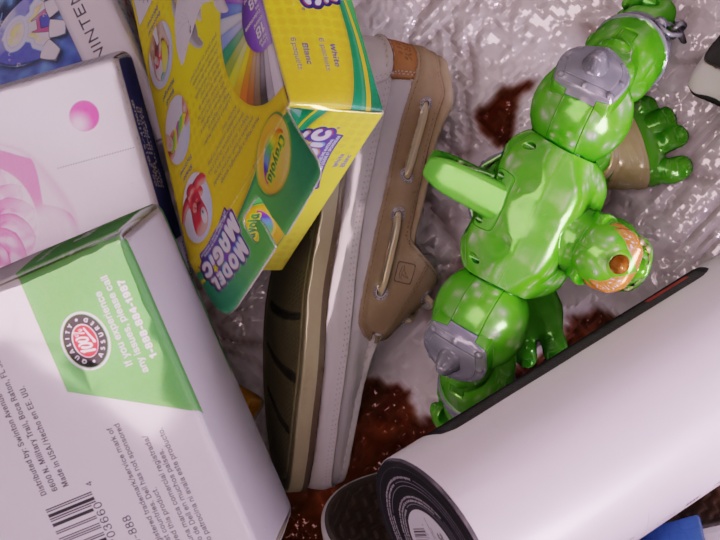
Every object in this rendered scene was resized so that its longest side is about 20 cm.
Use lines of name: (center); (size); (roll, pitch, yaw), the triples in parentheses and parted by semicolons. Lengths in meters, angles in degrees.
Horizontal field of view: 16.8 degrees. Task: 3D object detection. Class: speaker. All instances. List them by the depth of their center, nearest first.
speaker: (0.108, 0.062, 0.968); (0.199, 0.081, 0.081); (-30, 82, -23)

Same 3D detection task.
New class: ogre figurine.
ogre figurine: (0.074, -0.020, 1.004); (0.200, 0.120, 0.098); (-45, 81, 11)

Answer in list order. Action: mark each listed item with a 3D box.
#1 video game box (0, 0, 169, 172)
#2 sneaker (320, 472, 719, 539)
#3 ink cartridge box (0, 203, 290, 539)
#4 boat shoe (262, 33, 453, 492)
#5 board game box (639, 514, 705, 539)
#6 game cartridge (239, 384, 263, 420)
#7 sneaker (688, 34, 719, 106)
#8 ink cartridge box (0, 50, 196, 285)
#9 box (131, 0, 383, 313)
video game box: (-0.196, -0.088, 1.096); (0.199, 0.047, 0.183); (-29, 74, 9)
sneaker: (0.085, 0.117, 1.041); (0.198, 0.073, 0.085); (-7, 131, 3)
ink cartridge box: (-0.149, 0.080, 0.984); (0.199, 0.084, 0.147); (-22, 99, 9)
boat shoe: (0.000, 0.000, 1.043); (0.068, 0.075, 0.202); (1, 106, -18)
board game box: (0.092, 0.215, 1.000); (0.151, 0.045, 0.201); (-15, 107, 7)
game cartridge: (-0.167, 0.089, 1.103); (0.199, 0.032, 0.177); (28, 93, 15)
sneaker: (0.206, -0.023, 1.005); (0.080, 0.074, 0.201); (-30, 79, 27)
ink cartridge box: (-0.167, 0.028, 1.041); (0.199, 0.043, 0.198); (-15, 96, 6)
box: (-0.046, -0.092, 1.002); (0.048, 0.117, 0.201); (3, 57, -25)
